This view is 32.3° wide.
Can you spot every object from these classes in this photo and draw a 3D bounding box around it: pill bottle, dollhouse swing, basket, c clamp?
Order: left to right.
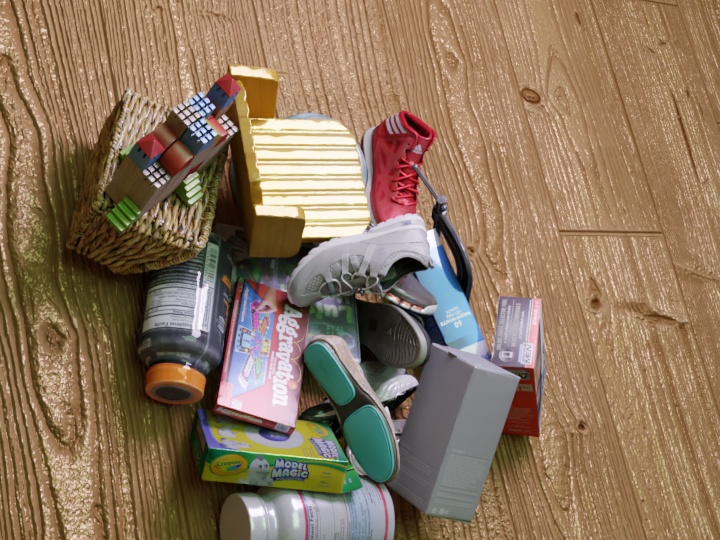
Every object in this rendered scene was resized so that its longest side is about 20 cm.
[{"bbox_3d":[-0.264,-0.093,1.535,0.148,0.143,0.202,22,52,-21],"label":"basket"},{"bbox_3d":[-0.216,0.059,1.522,0.105,0.106,0.203,18,59,-26],"label":"pill bottle"},{"bbox_3d":[-0.070,-0.138,1.557,0.173,0.182,0.203,-7,70,-11],"label":"dollhouse swing"},{"bbox_3d":[-0.065,0.306,1.505,0.198,0.109,0.110,3,66,-33],"label":"pill bottle"},{"bbox_3d":[0.119,-0.029,1.760,0.027,0.201,0.172,-21,56,-14],"label":"c clamp"}]

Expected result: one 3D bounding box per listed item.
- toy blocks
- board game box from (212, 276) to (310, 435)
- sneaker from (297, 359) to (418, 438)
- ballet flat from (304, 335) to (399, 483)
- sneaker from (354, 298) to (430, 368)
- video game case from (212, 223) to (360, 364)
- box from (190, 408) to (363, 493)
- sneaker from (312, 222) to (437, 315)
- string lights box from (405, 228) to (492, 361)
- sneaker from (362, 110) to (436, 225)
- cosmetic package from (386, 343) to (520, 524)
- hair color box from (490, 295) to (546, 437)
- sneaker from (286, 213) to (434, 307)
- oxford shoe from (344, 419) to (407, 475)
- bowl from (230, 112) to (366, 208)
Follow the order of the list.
[{"bbox_3d":[-0.203,-0.143,1.418,0.100,0.137,0.200,46,48,0],"label":"toy blocks"},{"bbox_3d":[-0.119,0.102,1.541,0.102,0.020,0.202,19,46,-16],"label":"board game box"},{"bbox_3d":[-0.012,0.165,1.642,0.199,0.074,0.080,-21,69,-44],"label":"sneaker"},{"bbox_3d":[0.001,0.166,1.551,0.202,0.068,0.067,63,24,4],"label":"ballet flat"},{"bbox_3d":[0.062,0.083,1.652,0.105,0.199,0.076,11,98,-30],"label":"sneaker"},{"bbox_3d":[-0.098,0.033,1.638,0.197,0.023,0.184,10,56,-22],"label":"video game case"},{"bbox_3d":[-0.098,0.218,1.496,0.197,0.117,0.049,11,104,-18],"label":"box"},{"bbox_3d":[0.029,-0.017,1.651,0.199,0.077,0.082,35,93,-2],"label":"sneaker"},{"bbox_3d":[0.107,0.055,1.741,0.058,0.103,0.202,-21,80,-17],"label":"string lights box"},{"bbox_3d":[0.061,-0.139,1.801,0.078,0.115,0.203,0,68,-34],"label":"sneaker"},{"bbox_3d":[0.117,0.206,1.594,0.089,0.107,0.202,18,96,-33],"label":"cosmetic package"},{"bbox_3d":[0.222,0.136,1.732,0.063,0.201,0.112,3,58,14],"label":"hair color box"},{"bbox_3d":[0.000,0.000,1.572,0.198,0.075,0.083,-26,58,2],"label":"sneaker"},{"bbox_3d":[0.066,0.229,1.665,0.198,0.058,0.076,-7,76,-34],"label":"oxford shoe"},{"bbox_3d":[-0.070,-0.136,1.718,0.199,0.105,0.203,15,61,-27],"label":"bowl"}]
